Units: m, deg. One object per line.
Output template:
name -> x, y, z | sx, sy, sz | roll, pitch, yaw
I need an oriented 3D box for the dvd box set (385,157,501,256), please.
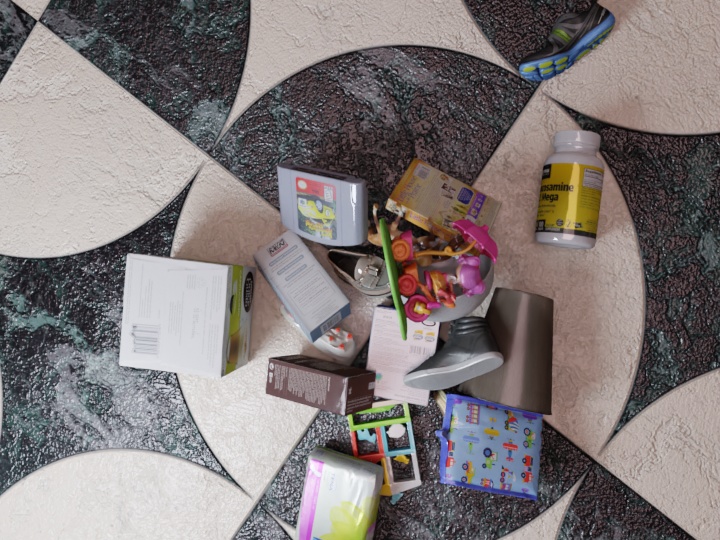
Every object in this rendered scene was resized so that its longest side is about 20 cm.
dvd box set -> 0.160, -0.123, 1.148 | 0.196, 0.148, 0.030 | 28, 138, 6

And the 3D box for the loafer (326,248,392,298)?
loafer -> 0.000, 0.000, 1.137 | 0.063, 0.198, 0.073 | 38, 78, -33

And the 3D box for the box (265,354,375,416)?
box -> -0.078, 0.214, 1.153 | 0.195, 0.099, 0.078 | 5, 90, 35

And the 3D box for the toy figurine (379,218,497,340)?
toy figurine -> 0.137, -0.001, 0.984 | 0.178, 0.150, 0.207 | -11, 98, 6

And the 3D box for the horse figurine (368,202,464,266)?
horse figurine -> 0.089, -0.058, 1.105 | 0.195, 0.134, 0.051 | 23, 58, 9

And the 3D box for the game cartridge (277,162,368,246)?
game cartridge -> -0.074, -0.120, 1.136 | 0.195, 0.041, 0.137 | 16, 125, 30

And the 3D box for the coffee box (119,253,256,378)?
coffee box -> -0.325, 0.082, 1.173 | 0.193, 0.198, 0.207 | 5, 90, 5

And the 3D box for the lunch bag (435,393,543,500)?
lunch bag -> 0.223, 0.316, 1.092 | 0.195, 0.094, 0.155 | 18, 71, -22

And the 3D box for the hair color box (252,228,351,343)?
hair color box -> -0.114, 0.027, 1.174 | 0.098, 0.061, 0.201 | -34, 68, -13

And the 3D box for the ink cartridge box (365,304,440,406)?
ink cartridge box -> 0.084, 0.146, 1.179 | 0.132, 0.076, 0.207 | 9, 93, 7

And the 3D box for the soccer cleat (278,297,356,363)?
soccer cleat -> -0.091, 0.116, 1.211 | 0.198, 0.079, 0.069 | 36, 58, 20

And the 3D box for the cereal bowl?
cereal bowl -> 0.154, 0.027, 1.130 | 0.194, 0.203, 0.085 | -10, 125, 7

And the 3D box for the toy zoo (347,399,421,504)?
toy zoo -> 0.049, 0.365, 1.212 | 0.127, 0.020, 0.207 | -9, 89, 8

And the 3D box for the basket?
basket -> 0.285, 0.143, 1.128 | 0.175, 0.136, 0.207 | 10, 87, 20

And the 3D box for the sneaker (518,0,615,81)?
sneaker -> 0.384, -0.435, 1.151 | 0.197, 0.071, 0.084 | -34, 72, 5

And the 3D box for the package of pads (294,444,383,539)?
package of pads -> -0.041, 0.466, 1.186 | 0.150, 0.068, 0.207 | 12, 96, 17

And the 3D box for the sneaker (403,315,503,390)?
sneaker -> 0.163, 0.149, 1.108 | 0.196, 0.070, 0.102 | -24, 50, 27

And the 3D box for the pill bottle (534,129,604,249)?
pill bottle -> 0.390, -0.148, 1.122 | 0.109, 0.112, 0.207 | 7, 90, 7

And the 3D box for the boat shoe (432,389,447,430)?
boat shoe -> 0.188, 0.327, 1.167 | 0.065, 0.074, 0.204 | -30, 86, 1

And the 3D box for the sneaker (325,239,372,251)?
sneaker -> -0.052, -0.122, 1.210 | 0.103, 0.060, 0.203 | -32, 90, 5
